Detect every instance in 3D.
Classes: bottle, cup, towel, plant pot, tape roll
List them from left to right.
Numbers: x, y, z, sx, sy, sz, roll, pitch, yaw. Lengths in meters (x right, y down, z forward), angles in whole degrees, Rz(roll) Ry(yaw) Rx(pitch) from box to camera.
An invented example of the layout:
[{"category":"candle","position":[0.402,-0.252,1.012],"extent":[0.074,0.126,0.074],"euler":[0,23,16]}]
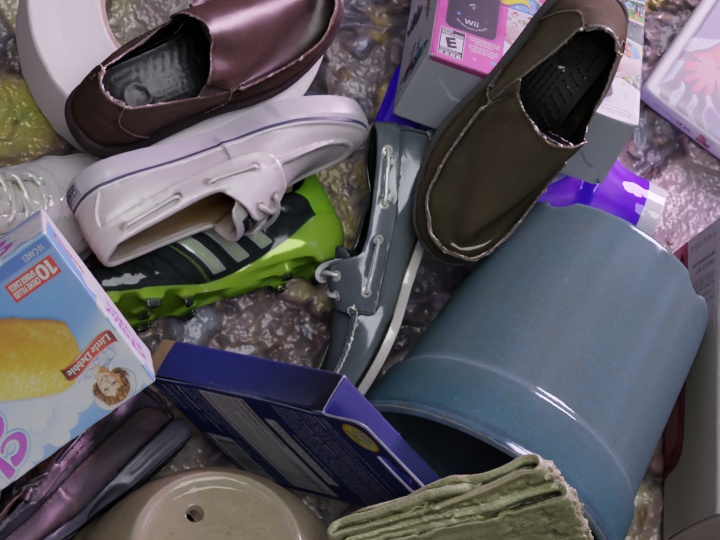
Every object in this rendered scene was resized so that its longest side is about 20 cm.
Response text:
[{"category":"tape roll","position":[-0.124,-0.162,1.722],"extent":[0.201,0.071,0.204],"euler":[4,75,-13]},{"category":"cup","position":[-0.089,0.196,1.570],"extent":[0.199,0.144,0.201],"euler":[2,60,-4]},{"category":"towel","position":[0.075,0.182,1.558],"extent":[0.147,0.200,0.037],"euler":[-15,48,11]},{"category":"bottle","position":[0.106,-0.073,1.757],"extent":[0.199,0.065,0.084],"euler":[25,67,-6]},{"category":"plant pot","position":[0.114,0.076,1.664],"extent":[0.200,0.200,0.197],"euler":[34,62,-3]}]

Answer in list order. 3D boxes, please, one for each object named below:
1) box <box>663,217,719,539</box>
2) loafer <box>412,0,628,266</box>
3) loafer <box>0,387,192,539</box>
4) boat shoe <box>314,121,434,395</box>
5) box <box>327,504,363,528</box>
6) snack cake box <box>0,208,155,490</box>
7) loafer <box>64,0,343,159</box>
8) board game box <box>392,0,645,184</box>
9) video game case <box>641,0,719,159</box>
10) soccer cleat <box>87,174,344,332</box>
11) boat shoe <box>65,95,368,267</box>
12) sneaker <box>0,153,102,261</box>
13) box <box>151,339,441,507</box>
[{"category":"box","position":[0.275,0.079,1.736],"extent":[0.127,0.109,0.201],"euler":[7,74,-13]},{"category":"loafer","position":[0.098,-0.088,1.623],"extent":[0.075,0.070,0.201],"euler":[28,104,-12]},{"category":"loafer","position":[-0.192,0.139,1.623],"extent":[0.200,0.072,0.063],"euler":[-38,84,-32]},{"category":"boat shoe","position":[0.000,0.000,1.687],"extent":[0.061,0.073,0.201],"euler":[23,88,-17]},{"category":"box","position":[0.053,0.230,1.668],"extent":[0.041,0.039,0.200],"euler":[-40,93,-17]},{"category":"snack cake box","position":[-0.234,0.071,1.555],"extent":[0.199,0.067,0.115],"euler":[-36,106,1]},{"category":"loafer","position":[-0.090,-0.134,1.648],"extent":[0.199,0.071,0.073],"euler":[-34,85,-19]},{"category":"board game box","position":[0.110,-0.166,1.742],"extent":[0.147,0.064,0.201],"euler":[19,44,-10]},{"category":"video game case","position":[0.318,-0.145,1.852],"extent":[0.182,0.023,0.200],"euler":[36,70,-2]},{"category":"soccer cleat","position":[-0.107,-0.015,1.694],"extent":[0.199,0.068,0.082],"euler":[-14,74,-24]},{"category":"boat shoe","position":[-0.081,-0.050,1.647],"extent":[0.199,0.071,0.070],"euler":[-17,64,-19]},{"category":"sneaker","position":[-0.237,-0.030,1.641],"extent":[0.199,0.099,0.078],"euler":[-22,71,-19]},{"category":"box","position":[-0.029,0.099,1.591],"extent":[0.121,0.199,0.033],"euler":[48,65,-37]}]
